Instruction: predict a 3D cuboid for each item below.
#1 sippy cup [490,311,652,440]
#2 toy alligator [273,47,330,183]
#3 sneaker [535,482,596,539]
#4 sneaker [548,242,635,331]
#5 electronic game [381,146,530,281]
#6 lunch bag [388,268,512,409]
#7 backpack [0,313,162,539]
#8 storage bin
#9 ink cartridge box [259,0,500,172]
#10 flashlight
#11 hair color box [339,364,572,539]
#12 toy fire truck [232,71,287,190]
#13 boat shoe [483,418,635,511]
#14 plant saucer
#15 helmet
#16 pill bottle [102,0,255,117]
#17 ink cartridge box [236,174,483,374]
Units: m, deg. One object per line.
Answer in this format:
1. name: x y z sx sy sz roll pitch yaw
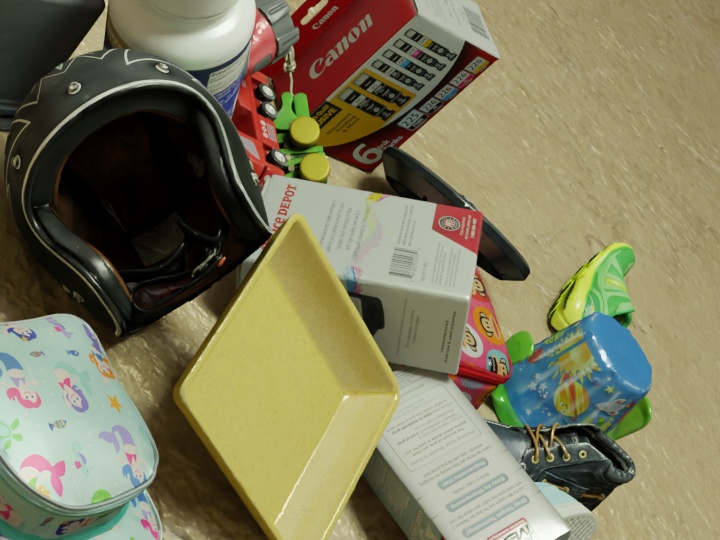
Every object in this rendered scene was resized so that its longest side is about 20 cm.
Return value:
1. sippy cup: 0.221 0.116 1.552 0.140 0.130 0.177 56 30 13
2. toy alligator: -0.070 -0.130 1.500 0.054 0.059 0.202 -13 72 -11
3. sneaker: 0.120 0.226 1.369 0.198 0.075 0.082 9 18 -44
4. sneaker: 0.282 0.035 1.795 0.084 0.074 0.200 46 38 -1
5. electronic game: 0.099 -0.059 1.594 0.200 0.042 0.200 42 -3 2
6. lunch bag: 0.046 0.033 1.464 0.175 0.082 0.202 17 40 -39
7. backpack: -0.213 0.131 0.926 0.177 0.150 0.202 -6 65 -58
8. storage bin: -0.306 -0.211 1.194 0.199 0.134 0.147 0 55 -55
9. ink cartridge box: 0.008 -0.213 1.564 0.174 0.200 0.085 19 41 -43
10. flashlight: -0.146 -0.186 1.385 0.199 0.067 0.069 -35 120 -31
11. hair color box: 0.073 0.175 1.268 0.098 0.061 0.200 -24 58 -26
12. toy fire truck: -0.146 -0.168 1.454 0.140 0.049 0.202 25 38 -37
13. boat shoe: 0.172 0.171 1.458 0.199 0.091 0.071 29 32 -34
14. plant saucer: -0.062 0.095 1.176 0.201 0.048 0.201 60 42 -30
15. helmet: -0.174 -0.068 1.151 0.192 0.199 0.200 56 29 2
16. pill bottle: -0.148 -0.194 1.237 0.118 0.201 0.121 6 59 -10
17. ink cartridge box: 0.000 0.000 1.332 0.197 0.084 0.146 10 34 4
